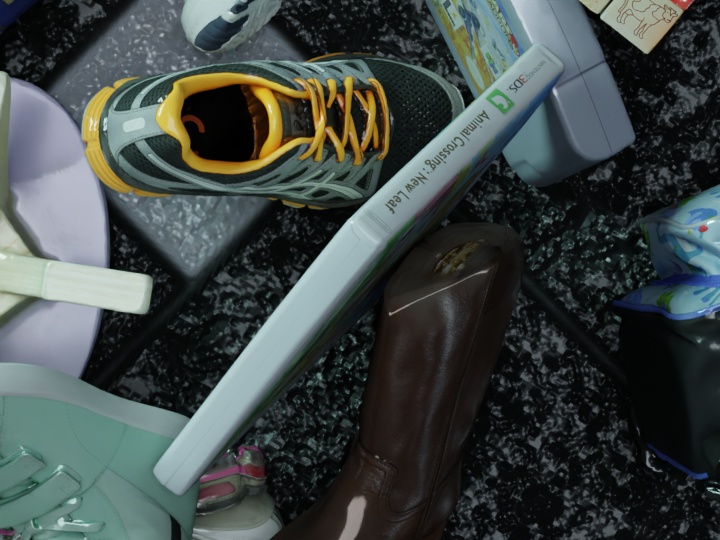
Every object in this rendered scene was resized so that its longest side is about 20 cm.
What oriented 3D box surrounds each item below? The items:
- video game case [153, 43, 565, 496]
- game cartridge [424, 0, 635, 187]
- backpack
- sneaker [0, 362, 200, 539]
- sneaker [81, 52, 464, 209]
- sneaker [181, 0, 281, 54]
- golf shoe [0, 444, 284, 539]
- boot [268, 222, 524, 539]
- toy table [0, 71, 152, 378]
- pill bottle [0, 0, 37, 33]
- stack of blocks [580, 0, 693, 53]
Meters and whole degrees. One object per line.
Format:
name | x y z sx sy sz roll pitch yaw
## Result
video game case | 0.000 0.000 1.096 0.022 0.182 0.200 42 132 3
game cartridge | 0.064 -0.139 1.168 0.041 0.133 0.201 -27 90 -7
backpack | 0.233 0.018 1.148 0.199 0.183 0.148 -9 92 -6
sneaker | -0.144 0.112 1.077 0.074 0.200 0.119 -20 64 38
sneaker | -0.033 -0.069 1.176 0.199 0.077 0.079 -8 88 -27
sneaker | -0.073 -0.220 1.199 0.129 0.079 0.200 27 102 11
golf shoe | -0.134 0.155 1.199 0.199 0.073 0.093 -16 92 -1
boot | 0.001 0.080 1.117 0.064 0.186 0.201 33 131 20
toy table | -0.190 0.002 1.176 0.183 0.117 0.201 -2 89 -1
pill bottle | -0.205 -0.169 1.164 0.200 0.120 0.120 -40 91 6
stack of blocks | 0.169 -0.197 1.137 0.059 0.200 0.115 38 124 -2
